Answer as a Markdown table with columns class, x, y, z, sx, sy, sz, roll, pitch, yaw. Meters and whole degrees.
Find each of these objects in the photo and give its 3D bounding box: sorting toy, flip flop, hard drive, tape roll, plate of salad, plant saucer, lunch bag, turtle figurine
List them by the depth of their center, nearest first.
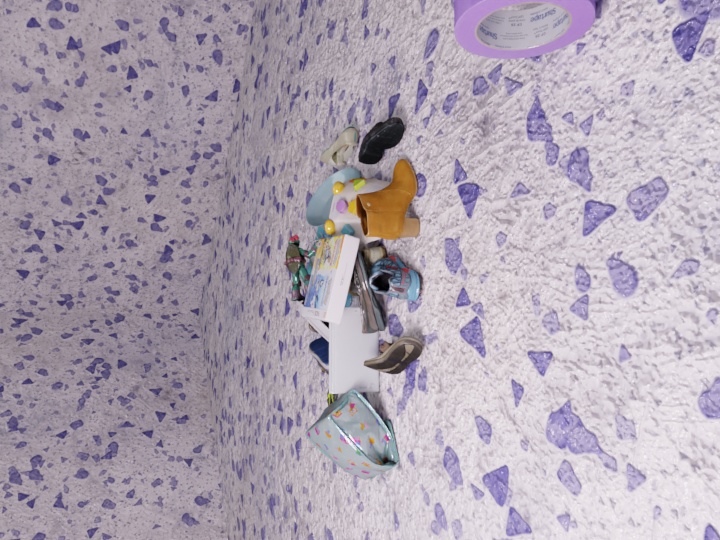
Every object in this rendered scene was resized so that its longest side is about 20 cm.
| class | x | y | z | sx | sy | sz | roll | pitch | yaw |
| --- | --- | --- | --- | --- | --- | --- | --- | --- | --- |
| tape roll | 0.234 | -0.382 | 0.814 | 0.199 | 0.196 | 0.067 | 171 | 100 | -64 |
| flip flop | 0.074 | 0.182 | 1.260 | 0.200 | 0.080 | 0.059 | 132 | 152 | -52 |
| lunch bag | -0.009 | 0.405 | 1.341 | 0.200 | 0.122 | 0.171 | 45 | 141 | 2 |
| hard drive | -0.015 | 0.193 | 1.375 | 0.026 | 0.129 | 0.205 | -13 | 75 | 62 |
| sorting toy | 0.012 | -0.148 | 1.382 | 0.178 | 0.106 | 0.205 | 4 | 80 | 49 |
| plate of salad | -0.101 | 0.147 | 1.560 | 0.048 | 0.201 | 0.199 | -45 | 24 | -10 |
| plant saucer | -0.067 | -0.195 | 1.569 | 0.199 | 0.039 | 0.204 | -28 | 41 | 27 |
| turtle figurine | -0.166 | -0.023 | 1.579 | 0.149 | 0.099 | 0.205 | -28 | 66 | 58 |

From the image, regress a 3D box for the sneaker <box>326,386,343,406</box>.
| class | x | y | z | sx | sy | sz | roll | pitch | yaw |
| --- | --- | --- | --- | --- | --- | --- | --- | --- | --- |
| sneaker | -0.029 | 0.265 | 1.472 | 0.075 | 0.075 | 0.204 | 24 | 99 | 66 |

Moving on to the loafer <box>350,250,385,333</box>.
| class | x | y | z | sx | sy | sz | roll | pitch | yaw |
| --- | --- | --- | --- | --- | --- | --- | --- | --- | --- |
| loafer | 0.004 | 0.056 | 1.343 | 0.072 | 0.062 | 0.204 | -64 | -44 | -80 |

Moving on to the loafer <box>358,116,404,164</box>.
| class | x | y | z | sx | sy | sz | roll | pitch | yaw |
| --- | --- | --- | --- | --- | --- | --- | --- | --- | --- |
| loafer | 0.046 | -0.330 | 1.373 | 0.199 | 0.071 | 0.074 | -26 | 60 | 61 |

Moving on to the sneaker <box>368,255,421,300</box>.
| class | x | y | z | sx | sy | sz | roll | pitch | yaw |
| --- | --- | --- | --- | --- | --- | --- | --- | --- | --- |
| sneaker | 0.058 | 0.011 | 1.278 | 0.199 | 0.094 | 0.081 | -154 | 69 | -64 |

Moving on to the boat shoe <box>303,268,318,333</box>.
| class | x | y | z | sx | sy | sz | roll | pitch | yaw |
| --- | --- | --- | --- | --- | --- | --- | --- | --- | --- |
| boat shoe | -0.132 | 0.089 | 1.718 | 0.059 | 0.071 | 0.205 | 6 | 97 | 59 |

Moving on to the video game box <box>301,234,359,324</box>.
| class | x | y | z | sx | sy | sz | roll | pitch | yaw |
| --- | --- | --- | --- | --- | --- | --- | --- | --- | --- |
| video game box | -0.075 | 0.021 | 1.351 | 0.181 | 0.046 | 0.204 | -2 | 74 | 64 |

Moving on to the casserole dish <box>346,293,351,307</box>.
| class | x | y | z | sx | sy | sz | roll | pitch | yaw |
| --- | --- | --- | --- | --- | --- | --- | --- | --- | --- |
| casserole dish | -0.073 | 0.034 | 1.629 | 0.202 | 0.038 | 0.123 | -114 | 36 | -43 |

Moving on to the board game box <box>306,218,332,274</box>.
| class | x | y | z | sx | sy | sz | roll | pitch | yaw |
| --- | --- | --- | --- | --- | --- | --- | --- | --- | --- |
| board game box | -0.095 | -0.022 | 1.586 | 0.151 | 0.046 | 0.204 | 50 | 129 | 54 |

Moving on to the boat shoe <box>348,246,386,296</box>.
| class | x | y | z | sx | sy | sz | roll | pitch | yaw |
| --- | --- | --- | --- | --- | --- | --- | --- | --- | --- |
| boat shoe | 0.000 | 0.000 | 1.444 | 0.201 | 0.061 | 0.075 | 124 | 141 | -48 |

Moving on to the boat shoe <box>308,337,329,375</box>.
| class | x | y | z | sx | sy | sz | roll | pitch | yaw |
| --- | --- | --- | --- | --- | --- | --- | --- | --- | --- |
| boat shoe | -0.099 | 0.256 | 1.616 | 0.200 | 0.071 | 0.074 | -136 | 27 | -68 |

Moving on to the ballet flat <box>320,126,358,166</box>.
| class | x | y | z | sx | sy | sz | roll | pitch | yaw |
| --- | --- | --- | --- | --- | --- | --- | --- | --- | --- |
| ballet flat | -0.060 | -0.337 | 1.616 | 0.200 | 0.068 | 0.071 | 145 | 123 | -60 |

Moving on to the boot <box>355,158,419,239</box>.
| class | x | y | z | sx | sy | sz | roll | pitch | yaw |
| --- | --- | --- | --- | --- | --- | --- | --- | --- | --- |
| boot | 0.055 | -0.166 | 1.248 | 0.071 | 0.141 | 0.206 | -40 | 52 | 56 |
